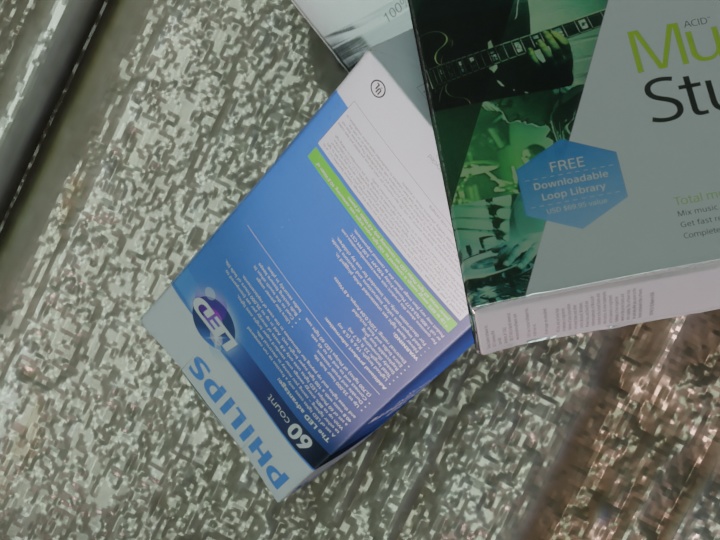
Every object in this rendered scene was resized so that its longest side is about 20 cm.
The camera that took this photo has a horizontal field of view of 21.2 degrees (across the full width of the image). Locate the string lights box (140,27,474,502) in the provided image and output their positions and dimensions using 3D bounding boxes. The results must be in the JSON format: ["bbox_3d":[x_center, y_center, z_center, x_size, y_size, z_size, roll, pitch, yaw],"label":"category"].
[{"bbox_3d":[0.000,0.000,0.773,0.103,0.059,0.200,52,135,7],"label":"string lights box"}]

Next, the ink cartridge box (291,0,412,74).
[{"bbox_3d":[0.056,-0.126,0.802,0.146,0.086,0.200,-39,82,9],"label":"ink cartridge box"}]

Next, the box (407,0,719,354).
[{"bbox_3d":[0.093,-0.075,0.672,0.144,0.036,0.201,-11,57,1],"label":"box"}]
